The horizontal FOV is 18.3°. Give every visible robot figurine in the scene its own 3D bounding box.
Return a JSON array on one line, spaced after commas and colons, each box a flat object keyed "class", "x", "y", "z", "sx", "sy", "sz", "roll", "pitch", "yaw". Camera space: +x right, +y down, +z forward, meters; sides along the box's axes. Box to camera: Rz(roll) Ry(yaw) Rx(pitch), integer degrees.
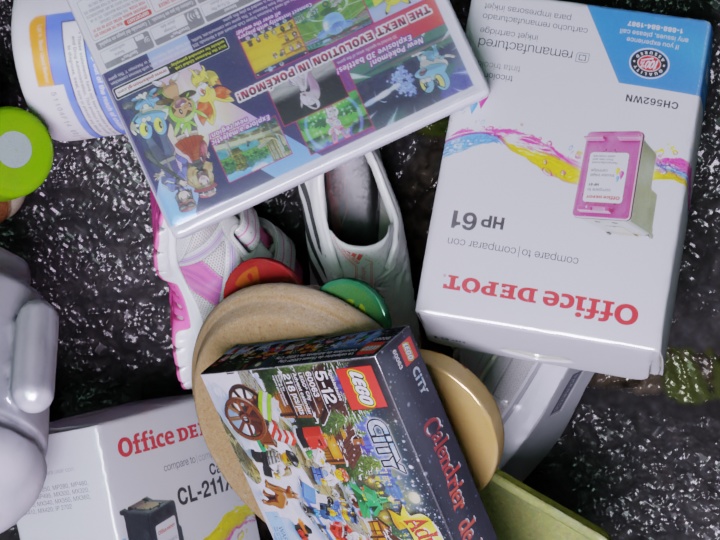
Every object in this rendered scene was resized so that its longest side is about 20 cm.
[{"class": "robot figurine", "x": -0.240, "y": 0.076, "z": 1.320, "sx": 0.169, "sy": 0.201, "sz": 0.113, "roll": -29, "pitch": 139, "yaw": 35}]

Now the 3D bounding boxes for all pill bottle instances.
[{"class": "pill bottle", "x": -0.100, "y": -0.144, "z": 1.349, "sx": 0.199, "sy": 0.112, "sz": 0.113, "roll": -6, "pitch": 105, "yaw": 13}]

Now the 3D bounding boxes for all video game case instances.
[{"class": "video game case", "x": -0.053, "y": -0.141, "z": 1.274, "sx": 0.199, "sy": 0.023, "sz": 0.183, "roll": -24, "pitch": 88, "yaw": 1}]

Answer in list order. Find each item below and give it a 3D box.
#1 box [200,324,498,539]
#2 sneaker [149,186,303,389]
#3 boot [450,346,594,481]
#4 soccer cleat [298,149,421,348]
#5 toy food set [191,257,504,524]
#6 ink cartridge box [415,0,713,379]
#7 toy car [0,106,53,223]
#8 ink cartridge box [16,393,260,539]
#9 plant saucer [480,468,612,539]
[{"class": "box", "x": 0.003, "y": 0.133, "z": 1.288, "sx": 0.136, "sy": 0.038, "sz": 0.201, "roll": -8, "pitch": 112, "yaw": 41}, {"class": "sneaker", "x": -0.082, "y": -0.013, "z": 1.389, "sx": 0.088, "sy": 0.082, "sz": 0.200, "roll": -7, "pitch": 136, "yaw": -1}, {"class": "boot", "x": 0.087, "y": 0.062, "z": 1.405, "sx": 0.096, "sy": 0.073, "sz": 0.200, "roll": 42, "pitch": 119, "yaw": 22}, {"class": "soccer cleat", "x": 0.000, "y": 0.000, "z": 1.380, "sx": 0.068, "sy": 0.085, "sz": 0.201, "roll": -11, "pitch": 103, "yaw": -8}, {"class": "toy food set", "x": -0.020, "y": 0.087, "z": 1.338, "sx": 0.198, "sy": 0.049, "sz": 0.200, "roll": 43, "pitch": 135, "yaw": 7}, {"class": "ink cartridge box", "x": 0.121, "y": -0.049, "z": 1.303, "sx": 0.144, "sy": 0.085, "sz": 0.201, "roll": 9, "pitch": 80, "yaw": 8}, {"class": "toy car", "x": -0.314, "y": -0.062, "z": 1.342, "sx": 0.200, "sy": 0.164, "sz": 0.158, "roll": -33, "pitch": 101, "yaw": -26}, {"class": "ink cartridge box", "x": -0.134, "y": 0.185, "z": 1.407, "sx": 0.083, "sy": 0.146, "sz": 0.201, "roll": -11, "pitch": 91, "yaw": 33}, {"class": "plant saucer", "x": 0.068, "y": 0.195, "z": 1.381, "sx": 0.199, "sy": 0.048, "sz": 0.201, "roll": 28, "pitch": 123, "yaw": 30}]
